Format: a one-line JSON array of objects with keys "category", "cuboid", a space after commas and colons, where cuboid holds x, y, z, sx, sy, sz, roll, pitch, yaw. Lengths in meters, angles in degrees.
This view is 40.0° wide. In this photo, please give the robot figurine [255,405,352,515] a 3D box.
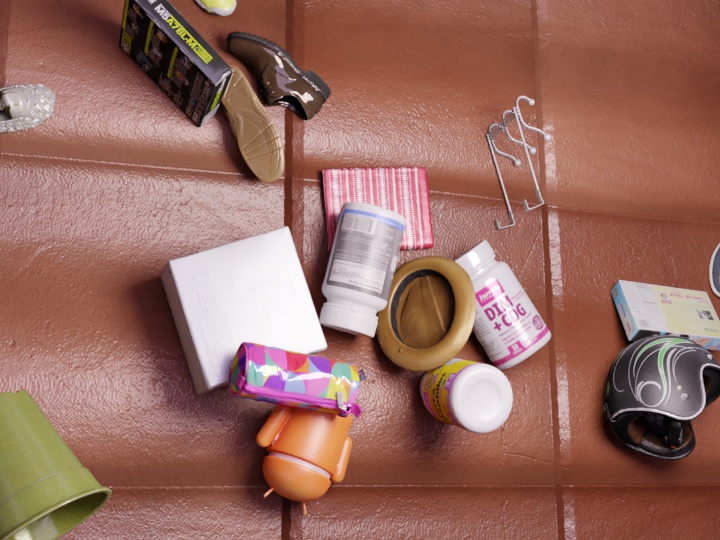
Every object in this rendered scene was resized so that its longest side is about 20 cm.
[{"category": "robot figurine", "cuboid": [-0.085, 0.267, 1.534, 0.115, 0.144, 0.203, 13, 70, 20]}]

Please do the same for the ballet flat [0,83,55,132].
[{"category": "ballet flat", "cuboid": [-0.561, -0.245, 1.512, 0.197, 0.072, 0.073, -19, 84, -23]}]

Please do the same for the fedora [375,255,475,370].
[{"category": "fedora", "cuboid": [0.117, 0.078, 1.649, 0.082, 0.197, 0.204, 41, 60, -54]}]

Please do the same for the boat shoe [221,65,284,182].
[{"category": "boat shoe", "cuboid": [-0.179, -0.242, 1.641, 0.073, 0.069, 0.203, -23, 91, 2]}]

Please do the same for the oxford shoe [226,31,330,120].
[{"category": "oxford shoe", "cuboid": [-0.149, -0.328, 1.671, 0.198, 0.073, 0.085, 34, 71, -9]}]

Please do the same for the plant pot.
[{"category": "plant pot", "cuboid": [-0.478, 0.278, 1.372, 0.198, 0.201, 0.192, -28, 74, -22]}]

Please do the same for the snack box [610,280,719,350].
[{"category": "snack box", "cuboid": [0.569, 0.083, 1.821, 0.196, 0.037, 0.118, 7, 46, -17]}]

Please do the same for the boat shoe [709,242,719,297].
[{"category": "boat shoe", "cuboid": [0.741, -0.039, 1.921, 0.074, 0.062, 0.202, 37, 69, -10]}]

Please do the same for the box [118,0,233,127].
[{"category": "box", "cuboid": [-0.294, -0.336, 1.553, 0.047, 0.200, 0.193, -43, 93, -20]}]

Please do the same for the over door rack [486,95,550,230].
[{"category": "over door rack", "cuboid": [0.283, -0.186, 1.750, 0.065, 0.148, 0.204, -1, 78, -13]}]

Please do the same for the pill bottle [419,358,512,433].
[{"category": "pill bottle", "cuboid": [0.160, 0.196, 1.585, 0.102, 0.200, 0.107, 0, 88, -15]}]

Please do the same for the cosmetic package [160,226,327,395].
[{"category": "cosmetic package", "cuboid": [-0.186, 0.064, 1.540, 0.197, 0.123, 0.203, -16, 84, -22]}]

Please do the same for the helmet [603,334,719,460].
[{"category": "helmet", "cuboid": [0.530, 0.208, 1.723, 0.198, 0.200, 0.192, 32, 55, -9]}]

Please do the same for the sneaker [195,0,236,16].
[{"category": "sneaker", "cuboid": [-0.264, -0.529, 1.674, 0.074, 0.076, 0.203, -21, 87, -24]}]

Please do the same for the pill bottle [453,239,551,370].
[{"category": "pill bottle", "cuboid": [0.229, 0.058, 1.693, 0.113, 0.113, 0.202, -33, 89, -22]}]

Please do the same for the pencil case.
[{"category": "pencil case", "cuboid": [-0.093, 0.161, 1.448, 0.197, 0.088, 0.090, 13, 74, -20]}]

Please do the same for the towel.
[{"category": "towel", "cuboid": [0.032, -0.106, 1.711, 0.196, 0.022, 0.148, -3, 81, -18]}]

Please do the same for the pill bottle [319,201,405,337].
[{"category": "pill bottle", "cuboid": [0.000, 0.000, 1.618, 0.112, 0.114, 0.204, 16, 84, -15]}]
